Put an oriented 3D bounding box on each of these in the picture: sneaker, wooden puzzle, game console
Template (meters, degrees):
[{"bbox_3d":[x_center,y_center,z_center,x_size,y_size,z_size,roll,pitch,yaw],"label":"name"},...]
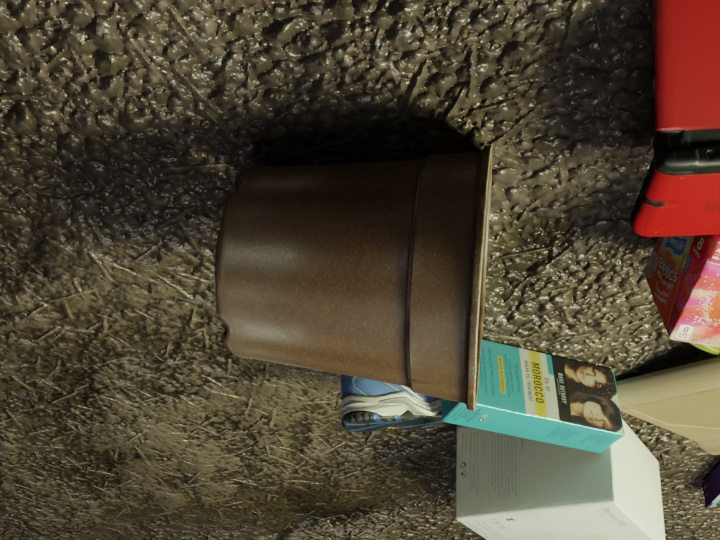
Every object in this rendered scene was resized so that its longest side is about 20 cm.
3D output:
[{"bbox_3d":[0.058,0.129,0.985,0.075,0.078,0.198,-27,155,38],"label":"sneaker"},{"bbox_3d":[0.405,0.150,1.022,0.198,0.038,0.184,28,149,-27],"label":"wooden puzzle"},{"bbox_3d":[0.293,-0.113,0.630,0.197,0.120,0.173,-2,157,5],"label":"game console"}]

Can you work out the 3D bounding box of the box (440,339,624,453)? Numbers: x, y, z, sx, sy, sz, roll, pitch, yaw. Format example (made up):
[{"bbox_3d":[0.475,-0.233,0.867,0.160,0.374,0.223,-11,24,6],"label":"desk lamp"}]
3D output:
[{"bbox_3d":[0.183,0.133,0.977,0.197,0.083,0.049,13,143,-18],"label":"box"}]

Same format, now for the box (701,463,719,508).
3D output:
[{"bbox_3d":[0.546,0.257,1.181,0.135,0.040,0.201,3,144,-2],"label":"box"}]

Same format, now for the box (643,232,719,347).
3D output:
[{"bbox_3d":[0.352,0.006,0.755,0.197,0.096,0.101,10,125,-6],"label":"box"}]

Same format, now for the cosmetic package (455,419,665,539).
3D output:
[{"bbox_3d":[0.247,0.268,1.117,0.198,0.124,0.199,-16,142,29],"label":"cosmetic package"}]

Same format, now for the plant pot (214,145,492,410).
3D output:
[{"bbox_3d":[0.000,0.000,0.712,0.195,0.203,0.201,3,146,8],"label":"plant pot"}]

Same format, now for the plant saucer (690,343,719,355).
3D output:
[{"bbox_3d":[0.396,0.034,0.880,0.197,0.031,0.201,1,145,1],"label":"plant saucer"}]
